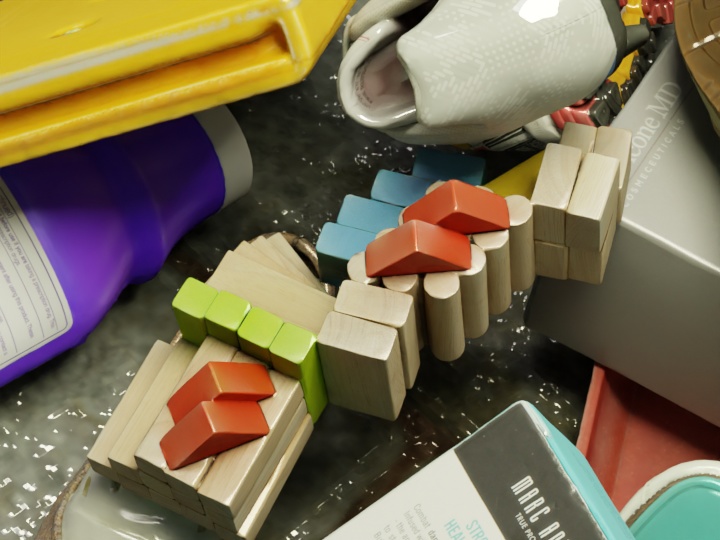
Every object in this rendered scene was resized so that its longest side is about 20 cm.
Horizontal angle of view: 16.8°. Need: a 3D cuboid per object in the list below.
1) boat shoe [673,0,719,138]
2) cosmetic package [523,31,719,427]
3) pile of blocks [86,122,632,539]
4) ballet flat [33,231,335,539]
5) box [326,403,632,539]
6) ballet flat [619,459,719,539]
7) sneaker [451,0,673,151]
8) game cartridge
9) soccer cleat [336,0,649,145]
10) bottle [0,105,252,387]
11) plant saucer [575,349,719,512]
[{"bbox_3d":[0.148,-0.048,0.797,0.073,0.063,0.200,-14,50,14],"label":"boat shoe"},{"bbox_3d":[0.169,0.008,0.840,0.200,0.090,0.107,28,55,9],"label":"cosmetic package"},{"bbox_3d":[0.000,0.000,0.758,0.200,0.062,0.082,-36,66,-14],"label":"pile of blocks"},{"bbox_3d":[-0.061,0.061,0.809,0.068,0.067,0.200,20,51,6],"label":"ballet flat"},{"bbox_3d":[-0.007,0.132,0.697,0.200,0.049,0.082,-35,56,8],"label":"box"},{"bbox_3d":[0.054,0.136,0.752,0.200,0.069,0.069,-44,64,5],"label":"ballet flat"},{"bbox_3d":[0.076,-0.114,0.969,0.082,0.078,0.200,-10,28,24],"label":"sneaker"},{"bbox_3d":[-0.082,-0.081,0.845,0.176,0.032,0.200,-15,14,15],"label":"game cartridge"},{"bbox_3d":[0.023,-0.078,0.806,0.086,0.200,0.070,-25,98,-10],"label":"soccer cleat"},{"bbox_3d":[-0.128,-0.005,0.843,0.200,0.065,0.084,-31,96,-30],"label":"bottle"},{"bbox_3d":[0.172,0.083,0.857,0.200,0.037,0.200,15,50,3],"label":"plant saucer"}]
